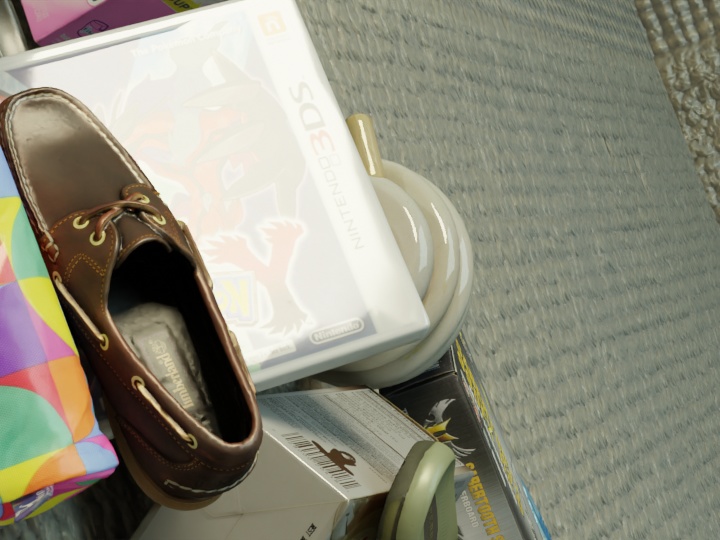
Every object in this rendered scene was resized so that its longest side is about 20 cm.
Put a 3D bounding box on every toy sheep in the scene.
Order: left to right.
[{"bbox_3d":[0.000,0.000,1.239,0.200,0.138,0.138,41,31,-67],"label":"toy sheep"}]

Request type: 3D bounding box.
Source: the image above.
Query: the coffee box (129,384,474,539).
[{"bbox_3d":[-0.031,0.125,1.116,0.080,0.114,0.200,38,10,16],"label":"coffee box"}]

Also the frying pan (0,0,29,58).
[{"bbox_3d":[-0.173,-0.105,1.136,0.190,0.031,0.115,68,1,-60],"label":"frying pan"}]

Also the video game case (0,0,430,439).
[{"bbox_3d":[-0.091,-0.025,1.035,0.182,0.200,0.023,67,-21,15],"label":"video game case"}]

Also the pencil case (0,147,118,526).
[{"bbox_3d":[-0.166,0.013,0.933,0.200,0.088,0.088,70,17,6],"label":"pencil case"}]

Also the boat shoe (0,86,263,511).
[{"bbox_3d":[-0.097,0.002,0.972,0.200,0.070,0.070,59,-28,12],"label":"boat shoe"}]

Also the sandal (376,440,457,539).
[{"bbox_3d":[0.046,0.164,1.096,0.201,0.057,0.080,83,20,-46],"label":"sandal"}]

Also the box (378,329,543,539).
[{"bbox_3d":[0.065,0.122,1.363,0.158,0.048,0.200,-92,162,-71],"label":"box"}]

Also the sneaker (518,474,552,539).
[{"bbox_3d":[0.110,0.199,1.541,0.090,0.078,0.200,2,67,-75],"label":"sneaker"}]

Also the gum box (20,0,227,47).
[{"bbox_3d":[-0.137,-0.215,1.208,0.066,0.113,0.200,34,31,-61],"label":"gum box"}]
